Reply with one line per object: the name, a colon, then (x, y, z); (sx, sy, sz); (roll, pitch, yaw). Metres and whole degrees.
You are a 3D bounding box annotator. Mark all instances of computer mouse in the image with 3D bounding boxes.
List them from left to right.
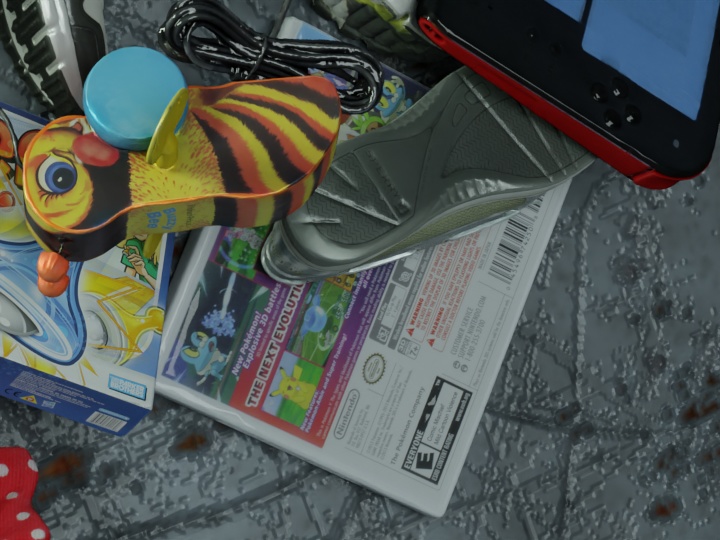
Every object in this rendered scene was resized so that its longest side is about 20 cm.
computer mouse: (-0.015, -0.172, 1.198); (0.109, 0.044, 0.201); (24, 71, -16)

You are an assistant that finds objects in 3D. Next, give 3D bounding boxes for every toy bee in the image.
toy bee: (-0.109, -0.037, 1.143); (0.199, 0.131, 0.109); (-4, 67, 16)

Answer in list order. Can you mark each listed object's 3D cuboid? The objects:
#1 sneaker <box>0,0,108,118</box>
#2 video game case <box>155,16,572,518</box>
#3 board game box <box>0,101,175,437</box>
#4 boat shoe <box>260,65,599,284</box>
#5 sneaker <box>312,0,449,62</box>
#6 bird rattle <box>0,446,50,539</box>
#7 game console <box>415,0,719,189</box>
sneaker: (-0.141, -0.169, 1.201); (0.080, 0.074, 0.201); (-16, 96, -26)
video game case: (0.000, 0.000, 1.292); (0.181, 0.023, 0.201); (26, 80, -23)
board game box: (-0.183, -0.018, 1.170); (0.199, 0.034, 0.136); (21, 53, -23)
boat shoe: (0.040, -0.049, 1.270); (0.201, 0.065, 0.075); (-29, 82, -27)
sneaker: (-0.008, -0.191, 1.261); (0.085, 0.074, 0.200); (-47, 108, -18)
bird rattle: (-0.236, 0.067, 1.144); (0.199, 0.113, 0.164); (4, 72, -28)
game console: (0.120, -0.153, 1.303); (0.176, 0.031, 0.201); (34, 50, -22)
